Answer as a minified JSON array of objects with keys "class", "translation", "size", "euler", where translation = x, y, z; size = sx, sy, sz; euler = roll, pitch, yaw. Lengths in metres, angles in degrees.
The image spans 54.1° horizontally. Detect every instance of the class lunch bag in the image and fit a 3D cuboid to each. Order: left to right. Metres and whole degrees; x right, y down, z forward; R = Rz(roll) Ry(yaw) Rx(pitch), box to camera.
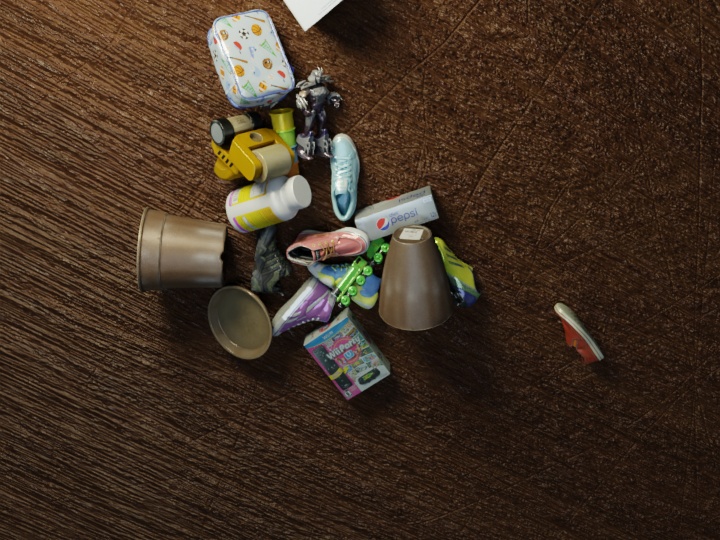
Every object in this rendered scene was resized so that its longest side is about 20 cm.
[{"class":"lunch bag","translation":[-0.230,-0.450,1.515],"size":[0.158,0.075,0.204],"euler":[-22,92,-31]}]

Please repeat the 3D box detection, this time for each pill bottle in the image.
[{"class":"pill bottle","translation":[-0.212,-0.159,1.640],"size":[0.196,0.105,0.106],"euler":[-12,114,32]}]

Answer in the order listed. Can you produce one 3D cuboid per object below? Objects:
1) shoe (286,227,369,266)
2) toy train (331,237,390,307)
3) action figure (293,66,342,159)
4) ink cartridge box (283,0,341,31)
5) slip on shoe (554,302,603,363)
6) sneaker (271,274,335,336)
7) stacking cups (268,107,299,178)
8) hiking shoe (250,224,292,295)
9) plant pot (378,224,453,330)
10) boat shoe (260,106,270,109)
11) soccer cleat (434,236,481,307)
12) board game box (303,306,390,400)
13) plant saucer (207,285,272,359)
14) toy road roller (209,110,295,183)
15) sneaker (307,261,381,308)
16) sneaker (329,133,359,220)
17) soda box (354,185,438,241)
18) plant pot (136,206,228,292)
[{"class":"shoe","translation":[-0.079,-0.051,1.684],"size":[0.196,0.091,0.073],"euler":[3,122,26]},{"class":"toy train","translation":[0.000,0.000,1.713],"size":[0.056,0.042,0.201],"euler":[37,84,6]},{"class":"action figure","translation":[-0.098,-0.356,1.585],"size":[0.128,0.069,0.204],"euler":[-19,126,-36]},{"class":"ink cartridge box","translation":[-0.112,-0.629,1.448],"size":[0.145,0.147,0.201],"euler":[-33,107,16]},{"class":"slip on shoe","translation":[0.549,0.165,1.800],"size":[0.061,0.075,0.201],"euler":[-33,113,18]},{"class":"sneaker","translation":[-0.144,0.120,1.808],"size":[0.114,0.073,0.200],"euler":[40,110,-18]},{"class":"stacking cups","translation":[-0.173,-0.271,1.647],"size":[0.059,0.061,0.205],"euler":[-3,113,4]},{"class":"hiking shoe","translation":[-0.215,-0.031,1.753],"size":[0.098,0.076,0.204],"euler":[8,122,-10]},{"class":"plant pot","translation":[0.127,0.003,1.671],"size":[0.182,0.188,0.204],"euler":[-4,120,4]},{"class":"boat shoe","translation":[-0.259,-0.448,1.576],"size":[0.201,0.069,0.056],"euler":[52,146,-11]},{"class":"soccer cleat","translation":[0.235,-0.003,1.755],"size":[0.083,0.064,0.203],"euler":[-34,106,-16]},{"class":"board game box","translation":[-0.034,0.220,1.849],"size":[0.146,0.065,0.201],"euler":[-33,107,14]},{"class":"plant saucer","translation":[-0.305,0.131,1.807],"size":[0.196,0.029,0.205],"euler":[10,114,24]},{"class":"toy road roller","translation":[-0.257,-0.255,1.604],"size":[0.200,0.122,0.147],"euler":[45,134,20]},{"class":"sneaker","translation":[-0.033,0.006,1.764],"size":[0.198,0.076,0.106],"euler":[32,91,-9]},{"class":"sneaker","translation":[-0.036,-0.214,1.655],"size":[0.072,0.082,0.205],"euler":[-5,112,3]},{"class":"soda box","translation":[0.086,-0.135,1.690],"size":[0.196,0.069,0.065],"euler":[-18,114,10]},{"class":"plant pot","translation":[-0.420,-0.044,1.692],"size":[0.193,0.201,0.205],"euler":[3,114,-7]}]
